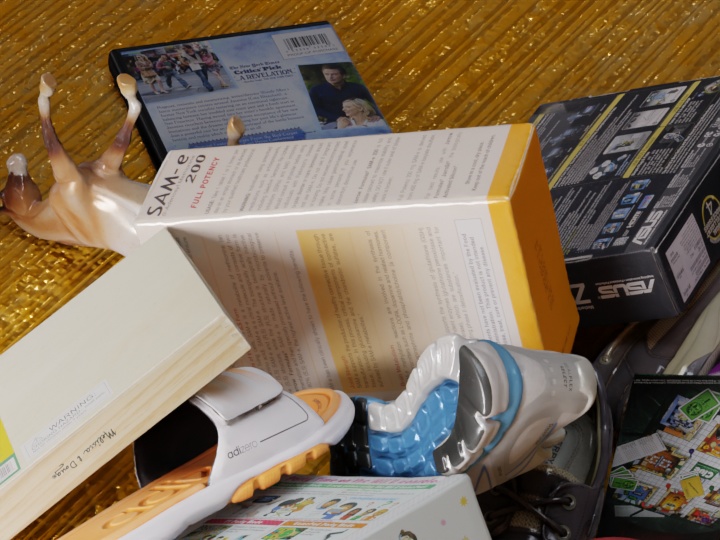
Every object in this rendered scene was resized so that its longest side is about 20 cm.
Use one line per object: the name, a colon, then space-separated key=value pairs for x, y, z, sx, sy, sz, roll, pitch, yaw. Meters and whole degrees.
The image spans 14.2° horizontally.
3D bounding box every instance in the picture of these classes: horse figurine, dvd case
horse figurine: x=-0.106 y=-0.037 z=1.563 sx=0.200 sy=0.133 sz=0.050 roll=20 pitch=44 yaw=6
dvd case: x=-0.054 y=-0.077 z=1.694 sx=0.143 sy=0.018 sz=0.200 roll=-9 pitch=42 yaw=-17

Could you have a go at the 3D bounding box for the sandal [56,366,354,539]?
sandal: x=-0.083 y=0.084 z=1.357 sx=0.079 sy=0.059 sz=0.207 roll=-12 pitch=13 yaw=46

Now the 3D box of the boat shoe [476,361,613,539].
boat shoe: x=0.084 y=0.119 z=1.431 sx=0.072 sy=0.065 sz=0.200 roll=14 pitch=39 yaw=10

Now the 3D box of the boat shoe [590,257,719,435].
boat shoe: x=0.177 y=0.018 z=1.561 sx=0.073 sy=0.075 sz=0.200 roll=20 pitch=40 yaw=17

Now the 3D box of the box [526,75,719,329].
box: x=0.135 y=-0.037 z=1.588 sx=0.161 sy=0.049 sz=0.200 roll=-7 pitch=29 yaw=33

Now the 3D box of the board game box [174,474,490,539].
board game box: x=-0.057 y=0.159 z=1.302 sx=0.200 sy=0.064 sz=0.147 roll=-28 pitch=14 yaw=-34

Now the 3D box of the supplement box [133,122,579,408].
supplement box: x=0.000 y=0.000 z=1.478 sx=0.200 sy=0.126 sz=0.074 roll=-3 pitch=35 yaw=18

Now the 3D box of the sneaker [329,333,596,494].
sneaker: x=0.050 y=0.084 z=1.395 sx=0.087 sy=0.200 sz=0.075 roll=-3 pitch=75 yaw=-26

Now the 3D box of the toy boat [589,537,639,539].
toy boat: x=0.163 y=0.189 z=1.334 sx=0.200 sy=0.131 sz=0.131 roll=12 pitch=9 yaw=6

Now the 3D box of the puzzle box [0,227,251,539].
puzzle box: x=-0.151 y=0.068 z=1.386 sx=0.200 sy=0.025 sz=0.133 roll=-38 pitch=25 yaw=0

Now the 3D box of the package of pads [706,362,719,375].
package of pads: x=0.282 y=0.063 z=1.461 sx=0.200 sy=0.076 sz=0.120 roll=1 pitch=30 yaw=40

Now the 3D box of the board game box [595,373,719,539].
board game box: x=0.210 y=0.101 z=1.397 sx=0.200 sy=0.023 sz=0.105 roll=0 pitch=62 yaw=38
